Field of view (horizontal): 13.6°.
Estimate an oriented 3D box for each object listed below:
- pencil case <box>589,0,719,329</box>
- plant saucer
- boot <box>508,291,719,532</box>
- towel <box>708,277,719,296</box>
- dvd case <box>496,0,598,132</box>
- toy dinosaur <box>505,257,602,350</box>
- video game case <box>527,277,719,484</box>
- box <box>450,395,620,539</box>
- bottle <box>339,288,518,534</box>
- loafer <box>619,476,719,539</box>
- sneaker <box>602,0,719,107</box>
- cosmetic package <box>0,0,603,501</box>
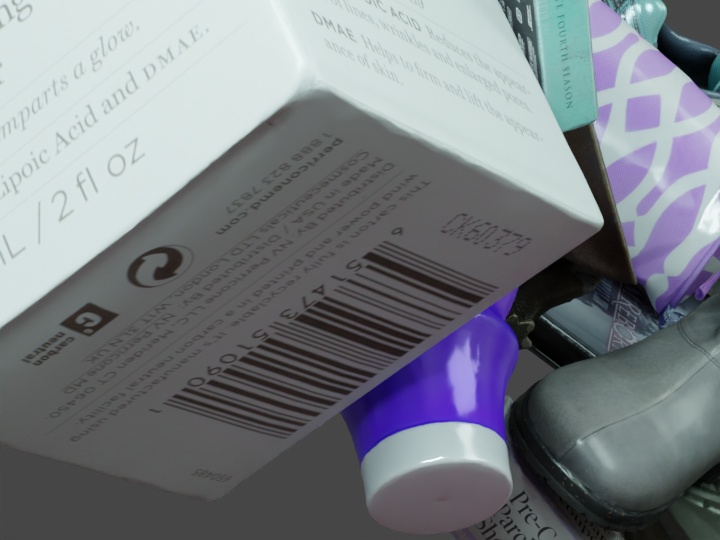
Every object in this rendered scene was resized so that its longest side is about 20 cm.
[{"bbox_3d":[0.085,-0.069,1.253,0.200,0.084,0.086,43,-8,6],"label":"pencil case"},{"bbox_3d":[0.061,-0.088,1.107,0.200,0.032,0.201,-14,90,-85],"label":"plant saucer"},{"bbox_3d":[0.143,0.020,1.119,0.070,0.132,0.200,48,30,12],"label":"boot"},{"bbox_3d":[0.197,0.030,1.356,0.200,0.048,0.171,52,-19,-7],"label":"towel"},{"bbox_3d":[0.024,-0.154,0.967,0.200,0.022,0.147,-124,-160,-50],"label":"dvd case"},{"bbox_3d":[0.000,0.000,1.095,0.199,0.077,0.102,24,17,-28],"label":"toy dinosaur"},{"bbox_3d":[0.074,-0.005,1.244,0.200,0.019,0.143,36,23,-6],"label":"video game case"},{"bbox_3d":[0.096,0.139,1.111,0.200,0.041,0.039,53,21,-7],"label":"box"},{"bbox_3d":[0.012,-0.012,0.992,0.083,0.065,0.201,22,46,-37],"label":"bottle"},{"bbox_3d":[0.135,0.123,1.204,0.075,0.070,0.200,14,27,-24],"label":"loafer"},{"bbox_3d":[0.175,-0.065,1.528,0.200,0.086,0.078,45,24,-25],"label":"sneaker"},{"bbox_3d":[-0.063,-0.067,0.901,0.165,0.165,0.201,22,37,-55],"label":"cosmetic package"}]
